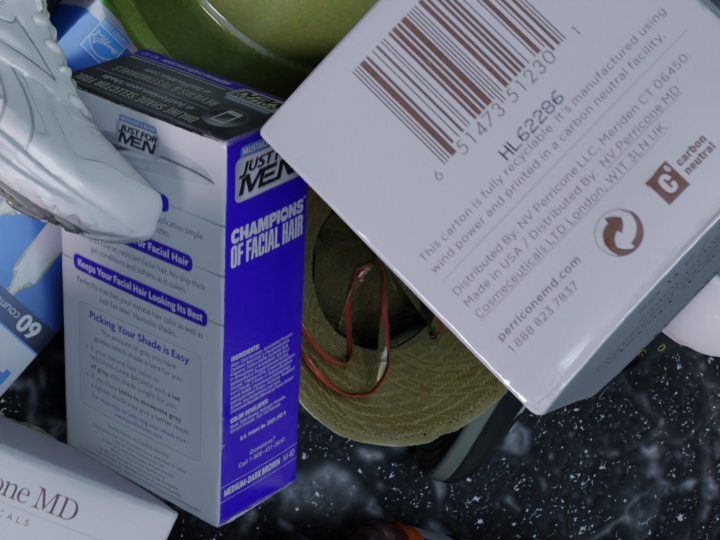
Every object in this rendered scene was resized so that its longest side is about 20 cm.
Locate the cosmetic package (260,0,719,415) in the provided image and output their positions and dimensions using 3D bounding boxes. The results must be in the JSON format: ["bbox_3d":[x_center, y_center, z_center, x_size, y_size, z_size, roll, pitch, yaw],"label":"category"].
[{"bbox_3d":[0.090,-0.054,0.802,0.166,0.200,0.167,45,98,11],"label":"cosmetic package"}]

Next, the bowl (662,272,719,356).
[{"bbox_3d":[0.174,-0.047,0.991,0.200,0.075,0.200,42,41,6],"label":"bowl"}]

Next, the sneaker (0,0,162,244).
[{"bbox_3d":[-0.154,-0.094,0.779,0.200,0.078,0.099,40,79,-8],"label":"sneaker"}]

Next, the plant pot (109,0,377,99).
[{"bbox_3d":[-0.001,-0.189,0.848,0.200,0.190,0.201,11,66,-25],"label":"plant pot"}]

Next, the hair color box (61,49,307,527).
[{"bbox_3d":[-0.085,0.008,0.860,0.065,0.109,0.200,-28,130,-44],"label":"hair color box"}]

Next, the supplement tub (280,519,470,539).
[{"bbox_3d":[0.043,0.201,1.020,0.200,0.107,0.107,18,92,-26],"label":"supplement tub"}]

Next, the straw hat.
[{"bbox_3d":[0.000,0.000,0.973,0.201,0.085,0.202,6,79,-34],"label":"straw hat"}]

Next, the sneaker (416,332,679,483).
[{"bbox_3d":[0.120,0.052,1.042,0.106,0.075,0.200,35,83,-21],"label":"sneaker"}]

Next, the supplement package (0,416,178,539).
[{"bbox_3d":[-0.179,0.150,0.691,0.117,0.117,0.200,27,85,-31],"label":"supplement package"}]

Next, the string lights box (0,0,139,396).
[{"bbox_3d":[-0.160,-0.045,0.913,0.103,0.059,0.200,44,81,-25],"label":"string lights box"}]

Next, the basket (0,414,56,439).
[{"bbox_3d":[-0.226,0.162,0.850,0.161,0.200,0.199,19,90,-30],"label":"basket"}]
